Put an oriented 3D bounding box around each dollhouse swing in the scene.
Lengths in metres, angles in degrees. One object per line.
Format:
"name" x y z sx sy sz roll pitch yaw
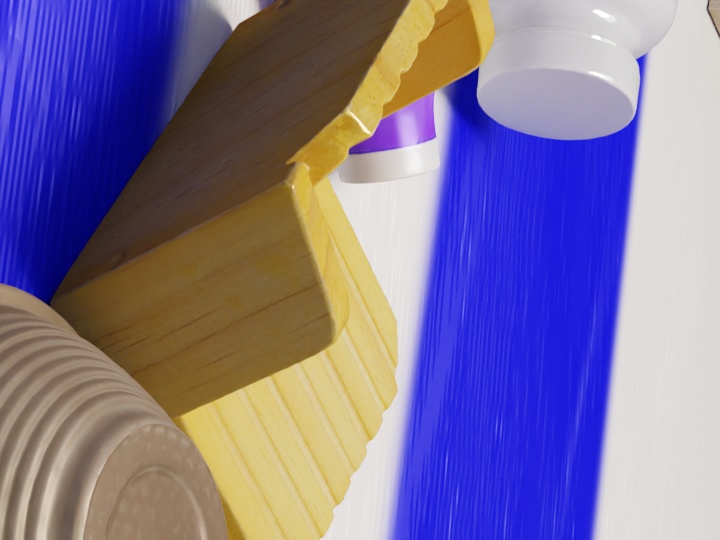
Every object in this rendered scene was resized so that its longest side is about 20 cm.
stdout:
"dollhouse swing" 0.000 0.000 1.050 0.176 0.181 0.200 51 38 -18

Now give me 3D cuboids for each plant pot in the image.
"plant pot" -0.108 0.101 0.891 0.201 0.092 0.202 18 69 -62

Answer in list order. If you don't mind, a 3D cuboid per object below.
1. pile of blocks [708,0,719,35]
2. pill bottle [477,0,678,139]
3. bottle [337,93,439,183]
"pile of blocks" 0.287 -0.121 1.738 0.082 0.062 0.201 -51 132 -53
"pill bottle" 0.111 -0.174 1.338 0.112 0.112 0.201 42 50 -54
"bottle" -0.001 -0.141 1.162 0.083 0.065 0.201 -28 111 -60
